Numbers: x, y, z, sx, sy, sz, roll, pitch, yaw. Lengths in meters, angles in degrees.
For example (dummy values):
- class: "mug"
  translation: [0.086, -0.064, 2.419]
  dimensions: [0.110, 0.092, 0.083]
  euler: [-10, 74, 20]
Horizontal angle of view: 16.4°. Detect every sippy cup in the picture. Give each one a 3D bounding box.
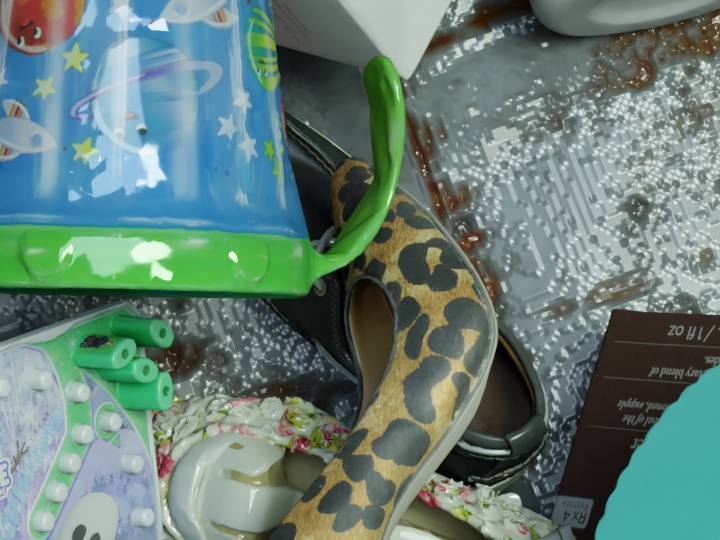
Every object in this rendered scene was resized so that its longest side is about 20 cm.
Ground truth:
- class: "sippy cup"
  translation: [-0.082, -0.057, 0.857]
  dimensions: [0.139, 0.177, 0.131]
  euler: [1, 88, 39]

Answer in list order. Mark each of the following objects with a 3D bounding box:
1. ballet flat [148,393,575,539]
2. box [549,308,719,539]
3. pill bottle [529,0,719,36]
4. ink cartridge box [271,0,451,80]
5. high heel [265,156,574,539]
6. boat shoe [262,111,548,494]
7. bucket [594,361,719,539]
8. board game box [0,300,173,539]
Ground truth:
- class: "ballet flat"
  translation: [-0.013, 0.091, 0.927]
  dimensions: [0.199, 0.064, 0.076]
  euler: [13, 92, 19]
- class: "box"
  translation: [0.121, 0.118, 0.937]
  dimensions: [0.075, 0.100, 0.201]
  euler: [25, 75, -36]
- class: "pill bottle"
  translation: [0.101, -0.205, 1.003]
  dimensions: [0.112, 0.113, 0.201]
  euler: [-12, 80, -7]
- class: "ink cartridge box"
  translation: [-0.045, -0.159, 0.978]
  dimensions: [0.199, 0.067, 0.117]
  euler: [20, 74, 36]
- class: "high heel"
  translation: [-0.019, 0.050, 0.874]
  dimensions: [0.142, 0.072, 0.201]
  euler: [-13, 60, -15]
- class: "boat shoe"
  translation: [0.000, 0.000, 0.977]
  dimensions: [0.072, 0.068, 0.200]
  euler: [-40, 81, -10]
- class: "bucket"
  translation: [0.175, 0.118, 0.791]
  dimensions: [0.134, 0.207, 0.208]
  euler: [27, 74, -38]
- class: "board game box"
  translation: [-0.124, 0.130, 0.856]
  dimensions: [0.026, 0.200, 0.201]
  euler: [4, 105, 35]
